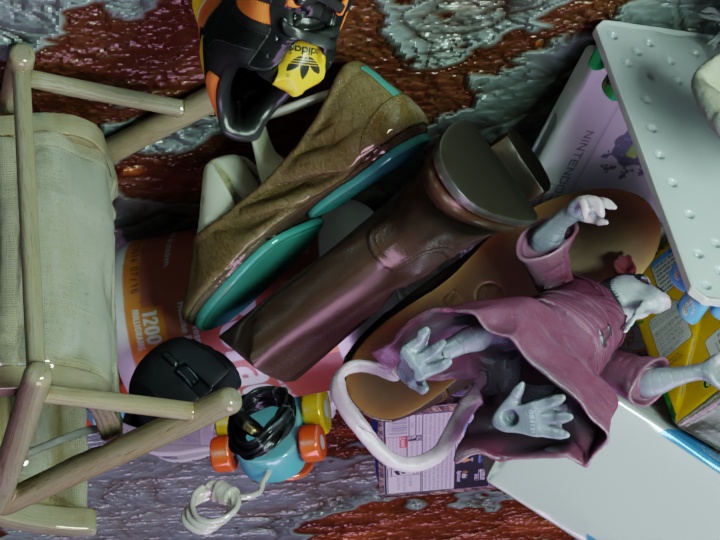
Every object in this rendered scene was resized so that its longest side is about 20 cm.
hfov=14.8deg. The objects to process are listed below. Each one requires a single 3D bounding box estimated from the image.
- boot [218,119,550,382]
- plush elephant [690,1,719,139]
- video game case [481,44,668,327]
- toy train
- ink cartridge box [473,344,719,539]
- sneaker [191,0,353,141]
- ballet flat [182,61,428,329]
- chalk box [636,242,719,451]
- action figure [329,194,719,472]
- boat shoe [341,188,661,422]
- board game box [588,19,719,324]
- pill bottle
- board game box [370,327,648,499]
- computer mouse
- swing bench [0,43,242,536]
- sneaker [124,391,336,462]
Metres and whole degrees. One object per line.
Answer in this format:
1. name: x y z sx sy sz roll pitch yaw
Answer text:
1. boot: 0.000 0.000 1.482 0.200 0.064 0.186 -34 172 14
2. plush elephant: 0.255 -0.102 1.395 0.165 0.155 0.200 14 148 -36
3. video game case: 0.185 -0.037 1.589 0.200 0.024 0.182 11 131 -19
4. toy train: -0.103 0.095 1.724 0.150 0.200 0.056 -37 137 -16
5. ink cartridge box: 0.148 0.102 1.615 0.146 0.086 0.200 33 -173 -6
6. sneaker: -0.022 -0.134 1.349 0.070 0.090 0.200 7 153 -25
7. ballet flat: -0.045 -0.047 1.532 0.068 0.072 0.200 -22 164 -51
8. chalk box: 0.270 0.050 1.586 0.124 0.124 0.200 -41 130 24
9. action figure: 0.104 0.047 1.454 0.149 0.134 0.200 -34 179 30
10. boat shoe: 0.077 0.017 1.564 0.200 0.070 0.070 -29 176 1
11. board game box: 0.231 -0.044 1.464 0.200 0.200 0.026 6 136 -23
12. pill bottle: -0.042 0.019 1.650 0.200 0.112 0.112 -12 154 13
13. board game box: 0.105 0.069 1.803 0.200 0.097 0.159 -5 155 -2
14. computer mouse: -0.084 0.067 1.512 0.059 0.034 0.200 -36 -162 -16
15. swing bench: -0.168 0.016 1.515 0.130 0.199 0.200 10 150 -29
16. sneaker: -0.090 0.081 1.814 0.200 0.075 0.082 -24 151 36
